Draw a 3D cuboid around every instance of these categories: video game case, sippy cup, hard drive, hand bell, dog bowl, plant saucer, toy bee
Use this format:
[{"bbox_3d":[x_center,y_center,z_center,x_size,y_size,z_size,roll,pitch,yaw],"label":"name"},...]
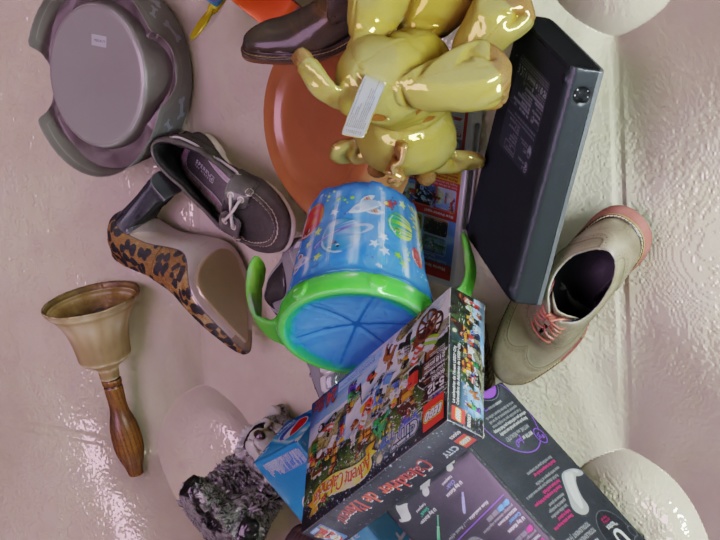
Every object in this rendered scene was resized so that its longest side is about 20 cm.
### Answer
[{"bbox_3d":[0.042,-0.099,1.635,0.143,0.017,0.201,19,111,37],"label":"video game case"},{"bbox_3d":[0.000,0.000,1.579,0.140,0.177,0.131,125,155,-52],"label":"sippy cup"},{"bbox_3d":[0.137,-0.091,1.497,0.140,0.033,0.201,-118,37,-62],"label":"hard drive"},{"bbox_3d":[-0.258,0.122,1.912,0.104,0.104,0.201,5,114,40],"label":"hand bell"},{"bbox_3d":[-0.248,-0.196,1.840,0.200,0.059,0.201,10,105,39],"label":"dog bowl"},{"bbox_3d":[-0.027,-0.134,1.652,0.200,0.037,0.201,13,107,50],"label":"plant saucer"},{"bbox_3d":[-0.126,-0.288,1.701,0.131,0.109,0.200,-31,88,8],"label":"toy bee"}]

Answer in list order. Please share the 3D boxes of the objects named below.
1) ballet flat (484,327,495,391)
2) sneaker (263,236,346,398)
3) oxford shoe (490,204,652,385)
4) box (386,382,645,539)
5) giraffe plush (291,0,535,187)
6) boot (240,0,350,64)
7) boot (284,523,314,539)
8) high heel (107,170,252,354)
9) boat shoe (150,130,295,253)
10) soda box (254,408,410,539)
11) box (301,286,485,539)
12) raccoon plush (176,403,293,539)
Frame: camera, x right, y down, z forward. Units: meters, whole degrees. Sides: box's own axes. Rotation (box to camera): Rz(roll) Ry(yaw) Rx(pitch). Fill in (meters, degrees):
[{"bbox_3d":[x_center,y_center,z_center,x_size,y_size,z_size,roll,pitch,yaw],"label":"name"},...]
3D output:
[{"bbox_3d":[0.096,0.117,1.622,0.067,0.046,0.201,-3,103,26],"label":"ballet flat"},{"bbox_3d":[-0.036,0.060,1.713,0.115,0.075,0.201,1,102,55],"label":"sneaker"},{"bbox_3d":[0.158,0.029,1.516,0.070,0.075,0.200,38,125,8],"label":"oxford shoe"},{"bbox_3d":[0.128,0.210,1.531,0.200,0.122,0.106,47,118,12],"label":"box"},{"bbox_3d":[0.045,-0.143,1.506,0.172,0.200,0.162,31,159,20],"label":"giraffe plush"},{"bbox_3d":[-0.018,-0.241,1.562,0.199,0.075,0.097,-14,124,9],"label":"boot"},{"bbox_3d":[-0.035,0.344,1.764,0.146,0.070,0.201,36,121,27],"label":"boot"},{"bbox_3d":[-0.179,0.014,1.831,0.200,0.071,0.143,60,143,9],"label":"high heel"},{"bbox_3d":[-0.133,-0.072,1.738,0.200,0.057,0.067,42,123,44],"label":"boat shoe"},{"bbox_3d":[-0.001,0.219,1.659,0.064,0.068,0.200,-29,104,40],"label":"soda box"},{"bbox_3d":[0.026,0.122,1.507,0.200,0.038,0.137,-42,31,38],"label":"box"},{"bbox_3d":[-0.105,0.214,1.811,0.097,0.134,0.200,41,157,9],"label":"raccoon plush"}]
